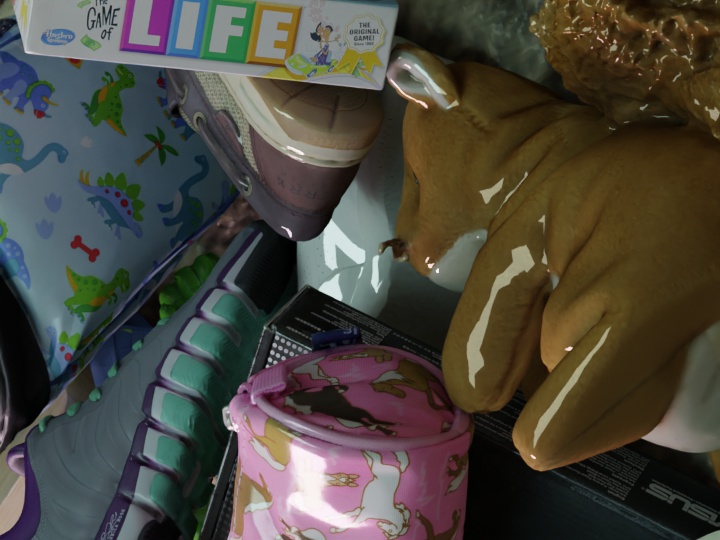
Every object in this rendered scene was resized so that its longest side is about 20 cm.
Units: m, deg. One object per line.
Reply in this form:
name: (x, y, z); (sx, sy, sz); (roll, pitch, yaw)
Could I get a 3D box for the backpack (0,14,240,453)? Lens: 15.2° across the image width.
backpack: (-0.137, -0.038, 1.159); (0.154, 0.200, 0.164); (-36, 92, 37)

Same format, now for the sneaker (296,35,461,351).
sneaker: (0.000, 0.000, 1.113); (0.088, 0.075, 0.201); (34, 117, 52)

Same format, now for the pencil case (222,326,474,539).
pencil case: (-0.013, 0.125, 0.998); (0.086, 0.082, 0.201); (36, 129, 42)

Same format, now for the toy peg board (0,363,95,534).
toy peg board: (-0.225, 0.061, 1.266); (0.200, 0.097, 0.200); (-54, 31, 26)

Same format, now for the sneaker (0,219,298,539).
sneaker: (-0.095, 0.057, 1.098); (0.087, 0.201, 0.075); (15, 152, 21)

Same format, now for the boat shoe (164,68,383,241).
boat shoe: (-0.051, -0.082, 1.088); (0.200, 0.072, 0.065); (54, 129, 50)

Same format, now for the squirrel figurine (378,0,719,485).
squirrel figurine: (0.094, -0.037, 0.958); (0.187, 0.141, 0.201); (47, 118, 46)

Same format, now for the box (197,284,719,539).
box: (0.031, 0.132, 1.055); (0.199, 0.048, 0.194); (27, 124, 12)

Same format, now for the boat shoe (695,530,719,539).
boat shoe: (0.179, 0.108, 0.918); (0.201, 0.060, 0.072); (-26, 46, 33)

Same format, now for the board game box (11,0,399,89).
board game box: (-0.072, -0.129, 1.043); (0.200, 0.133, 0.034); (-116, 34, -61)

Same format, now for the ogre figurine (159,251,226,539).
ogre figurine: (-0.069, 0.109, 1.170); (0.119, 0.201, 0.098); (28, 166, 9)

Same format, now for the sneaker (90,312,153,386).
sneaker: (-0.145, 0.060, 1.307); (0.199, 0.075, 0.106); (1, 82, 50)
